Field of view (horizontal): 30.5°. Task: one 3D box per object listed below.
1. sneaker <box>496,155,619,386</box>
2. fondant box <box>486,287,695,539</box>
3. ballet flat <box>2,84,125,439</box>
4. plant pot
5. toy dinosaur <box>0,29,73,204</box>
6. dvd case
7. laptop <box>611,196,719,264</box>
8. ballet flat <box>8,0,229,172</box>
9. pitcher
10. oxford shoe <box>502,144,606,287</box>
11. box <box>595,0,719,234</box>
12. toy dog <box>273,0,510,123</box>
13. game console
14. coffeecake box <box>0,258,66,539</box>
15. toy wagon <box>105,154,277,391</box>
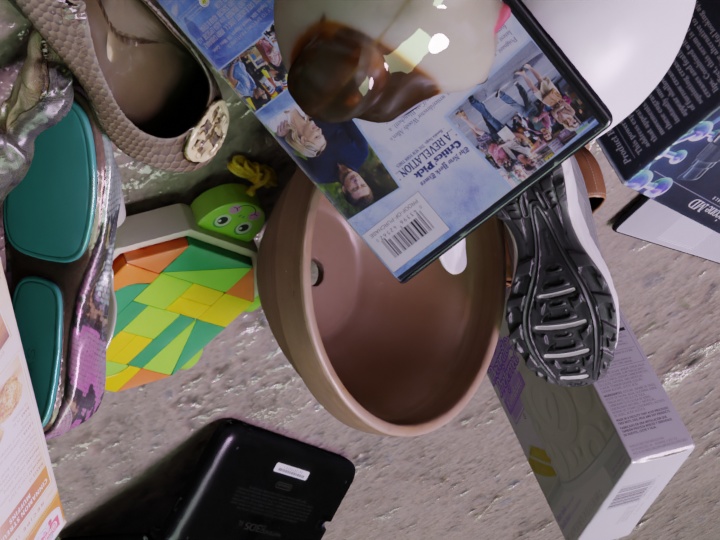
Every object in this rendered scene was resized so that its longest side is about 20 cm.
[{"bbox_3d":[0.126,-0.020,0.856,0.073,0.202,0.079,-9,-164,23],"label":"sneaker"},{"bbox_3d":[0.163,0.091,1.016,0.058,0.201,0.145,-10,146,-20],"label":"fondant box"},{"bbox_3d":[-0.162,-0.005,0.738,0.071,0.069,0.202,-21,122,-63],"label":"ballet flat"},{"bbox_3d":[0.000,0.000,0.830,0.092,0.203,0.200,0,168,40],"label":"plant pot"},{"bbox_3d":[-0.220,-0.045,0.677,0.088,0.048,0.201,25,115,-26],"label":"toy dinosaur"},{"bbox_3d":[0.012,-0.108,0.665,0.142,0.018,0.200,-37,102,19],"label":"dvd case"},{"bbox_3d":[0.339,-0.039,1.027,0.186,0.117,0.200,13,133,-44],"label":"laptop"},{"bbox_3d":[-0.112,-0.108,0.659,0.068,0.046,0.200,-63,150,-18],"label":"ballet flat"},{"bbox_3d":[0.067,-0.123,0.714,0.200,0.121,0.171,-44,117,11],"label":"pitcher"},{"bbox_3d":[0.100,-0.013,0.944,0.071,0.072,0.200,1,142,-39],"label":"oxford shoe"},{"bbox_3d":[0.250,-0.135,0.829,0.200,0.108,0.148,-41,146,26],"label":"box"},{"bbox_3d":[0.013,-0.159,0.557,0.192,0.140,0.202,0,120,-4],"label":"toy dog"},{"bbox_3d":[-0.128,0.204,1.157,0.200,0.116,0.177,28,91,-53],"label":"game console"},{"bbox_3d":[-0.252,0.073,0.699,0.152,0.073,0.201,14,132,18],"label":"coffeecake box"},{"bbox_3d":[-0.126,0.005,0.842,0.200,0.040,0.155,-40,146,24],"label":"toy wagon"}]
